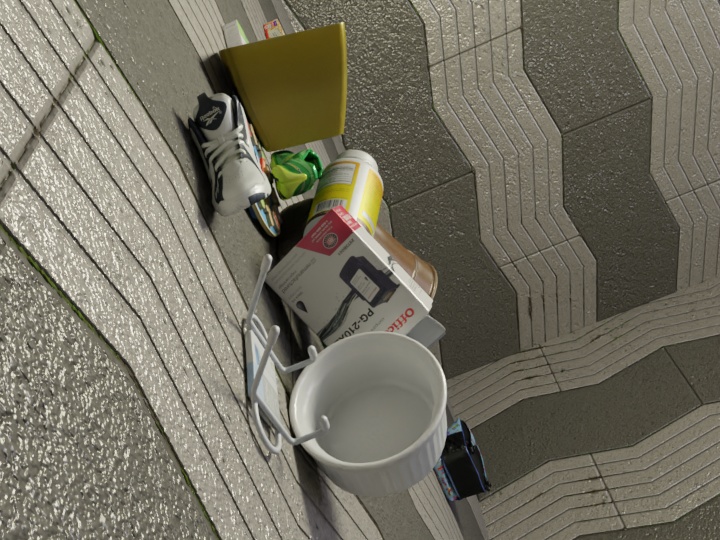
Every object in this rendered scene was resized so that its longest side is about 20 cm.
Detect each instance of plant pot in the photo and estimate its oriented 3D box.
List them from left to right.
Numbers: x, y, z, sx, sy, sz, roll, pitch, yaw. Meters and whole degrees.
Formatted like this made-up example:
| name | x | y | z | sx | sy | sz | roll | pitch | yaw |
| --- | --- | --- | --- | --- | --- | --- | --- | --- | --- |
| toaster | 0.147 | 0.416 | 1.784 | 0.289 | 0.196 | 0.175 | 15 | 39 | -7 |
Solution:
| name | x | y | z | sx | sy | sz | roll | pitch | yaw |
| --- | --- | --- | --- | --- | --- | --- | --- | --- | --- |
| plant pot | -0.120 | -0.307 | 1.427 | 0.200 | 0.198 | 0.179 | -133 | -151 | -73 |
| plant pot | 0.000 | 0.000 | 1.494 | 0.198 | 0.200 | 0.201 | 45 | 17 | -28 |

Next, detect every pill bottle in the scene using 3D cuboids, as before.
| name | x | y | z | sx | sy | sz | roll | pitch | yaw |
| --- | --- | --- | --- | --- | --- | --- | --- | --- | --- |
| pill bottle | -0.023 | -0.104 | 1.349 | 0.201 | 0.108 | 0.110 | -77 | 150 | -45 |

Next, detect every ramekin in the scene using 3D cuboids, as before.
| name | x | y | z | sx | sy | sz | roll | pitch | yaw |
| --- | --- | --- | --- | --- | --- | --- | --- | --- | --- |
| ramekin | 0.017 | 0.186 | 1.066 | 0.098 | 0.198 | 0.202 | 72 | 2 | -45 |

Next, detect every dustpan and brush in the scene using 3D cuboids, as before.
| name | x | y | z | sx | sy | sz | roll | pitch | yaw |
| --- | --- | --- | --- | --- | --- | --- | --- | --- | --- |
| dustpan and brush | 0.040 | 0.095 | 1.408 | 0.200 | 0.139 | 0.057 | 44 | 9 | -19 |

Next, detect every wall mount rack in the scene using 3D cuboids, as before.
| name | x | y | z | sx | sy | sz | roll | pitch | yaw |
| --- | --- | --- | --- | --- | --- | --- | --- | --- | --- |
| wall mount rack | -0.094 | 0.093 | 0.934 | 0.201 | 0.074 | 0.175 | -105 | 171 | -50 |

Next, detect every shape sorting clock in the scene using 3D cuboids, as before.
| name | x | y | z | sx | sy | sz | roll | pitch | yaw |
| --- | --- | --- | --- | --- | --- | --- | --- | --- | --- |
| shape sorting clock | -0.161 | -0.150 | 1.314 | 0.200 | 0.039 | 0.202 | -22 | 91 | -83 |

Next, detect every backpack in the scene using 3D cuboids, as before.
| name | x | y | z | sx | sy | sz | roll | pitch | yaw |
| --- | --- | --- | --- | --- | --- | --- | --- | --- | --- |
| backpack | 0.278 | 0.532 | 2.411 | 0.200 | 0.133 | 0.184 | -96 | 163 | -66 |

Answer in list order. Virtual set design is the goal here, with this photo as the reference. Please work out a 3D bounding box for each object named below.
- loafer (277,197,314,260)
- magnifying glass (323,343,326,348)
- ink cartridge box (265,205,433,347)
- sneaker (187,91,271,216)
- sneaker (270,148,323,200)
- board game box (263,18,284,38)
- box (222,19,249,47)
| name | x | y | z | sx | sy | sz | roll | pitch | yaw |
| --- | --- | --- | --- | --- | --- | --- | --- | --- | --- |
| loafer | -0.099 | -0.053 | 1.404 | 0.201 | 0.075 | 0.069 | -84 | 155 | -56 |
| magnifying glass | -0.045 | 0.139 | 1.450 | 0.080 | 0.022 | 0.202 | 28 | 42 | -81 |
| ink cartridge box | -0.014 | 0.030 | 1.198 | 0.200 | 0.145 | 0.084 | 46 | 11 | 0 |
| sneaker | -0.173 | -0.156 | 1.057 | 0.200 | 0.079 | 0.131 | -99 | 165 | -63 |
| sneaker | -0.102 | -0.158 | 1.368 | 0.200 | 0.083 | 0.075 | -115 | -171 | -71 |
| board game box | -0.200 | -0.561 | 2.281 | 0.152 | 0.046 | 0.202 | 61 | 10 | -51 |
| box | -0.210 | -0.366 | 1.629 | 0.145 | 0.036 | 0.202 | 60 | 13 | -56 |
